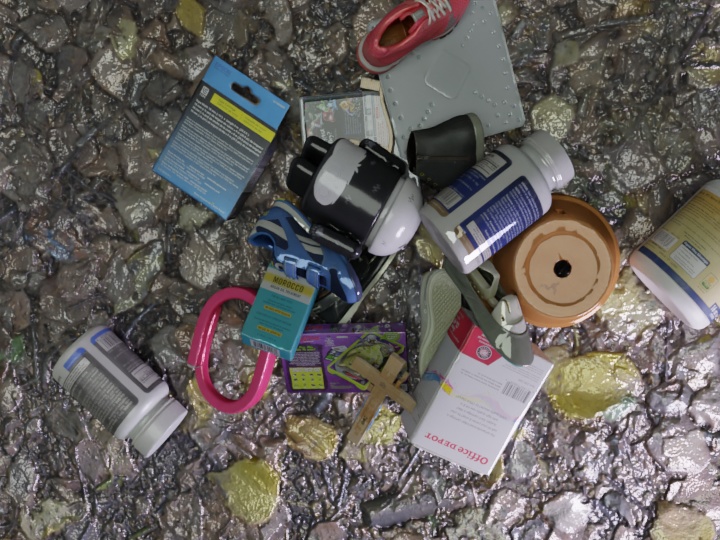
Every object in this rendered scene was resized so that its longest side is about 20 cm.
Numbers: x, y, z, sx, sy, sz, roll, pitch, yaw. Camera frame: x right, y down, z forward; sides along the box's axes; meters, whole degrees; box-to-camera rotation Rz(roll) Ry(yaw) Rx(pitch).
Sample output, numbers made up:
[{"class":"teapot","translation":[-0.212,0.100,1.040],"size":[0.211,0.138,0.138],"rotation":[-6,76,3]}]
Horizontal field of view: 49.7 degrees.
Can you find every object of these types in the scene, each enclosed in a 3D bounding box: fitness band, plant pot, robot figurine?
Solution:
[{"class":"fitness band","translation":[-0.199,0.124,1.221],"size":[0.142,0.037,0.203],"rotation":[22,102,24]},{"class":"plant pot","translation":[0.283,-0.010,1.116],"size":[0.196,0.140,0.204],"rotation":[1,96,6]},{"class":"robot figurine","translation":[-0.007,-0.106,1.102],"size":[0.198,0.125,0.152],"rotation":[30,102,0]}]

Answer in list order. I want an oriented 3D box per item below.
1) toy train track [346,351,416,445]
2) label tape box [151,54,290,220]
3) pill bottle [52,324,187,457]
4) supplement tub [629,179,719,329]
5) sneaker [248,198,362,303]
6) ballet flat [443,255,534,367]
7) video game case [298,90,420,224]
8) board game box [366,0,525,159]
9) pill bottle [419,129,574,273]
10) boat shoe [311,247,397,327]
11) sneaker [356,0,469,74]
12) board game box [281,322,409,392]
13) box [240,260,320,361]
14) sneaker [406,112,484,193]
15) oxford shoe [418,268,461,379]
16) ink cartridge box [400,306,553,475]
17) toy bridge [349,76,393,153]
[{"class":"toy train track","translation":[0.027,0.195,1.193],"size":[0.114,0.032,0.202],"rotation":[36,128,14]},{"class":"label tape box","translation":[-0.208,-0.201,1.196],"size":[0.143,0.063,0.202],"rotation":[33,99,3]},{"class":"pill bottle","translation":[-0.378,0.193,1.235],"size":[0.200,0.114,0.114],"rotation":[43,99,2]},{"class":"supplement tub","translation":[0.494,-0.034,1.084],"size":[0.144,0.144,0.200],"rotation":[45,100,1]},{"class":"sneaker","translation":[-0.079,-0.014,1.119],"size":[0.199,0.074,0.082],"rotation":[41,65,20]},{"class":"ballet flat","translation":[0.185,0.041,1.086],"size":[0.201,0.067,0.064],"rotation":[57,140,24]},{"class":"video game case","translation":[0.001,-0.171,1.195],"size":[0.178,0.023,0.204],"rotation":[-3,96,7]},{"class":"board game box","translation":[0.125,-0.285,1.141],"size":[0.197,0.026,0.204],"rotation":[-16,94,-7]},{"class":"pill bottle","translation":[0.187,-0.098,1.053],"size":[0.199,0.111,0.112],"rotation":[-37,91,-2]},{"class":"boat shoe","translation":[0.000,0.000,1.187],"size":[0.067,0.072,0.201],"rotation":[39,101,-2]},{"class":"sneaker","translation":[0.085,-0.347,1.077],"size":[0.199,0.087,0.074],"rotation":[-40,97,-5]},{"class":"board game box","translation":[-0.024,0.137,1.202],"size":[0.196,0.033,0.122],"rotation":[-1,128,7]},{"class":"box","translation":[-0.105,0.025,1.167],"size":[0.081,0.049,0.203],"rotation":[19,68,3]},{"class":"sneaker","translation":[0.122,-0.122,1.127],"size":[0.104,0.075,0.203],"rotation":[-13,118,-10]},{"class":"oxford shoe","translation":[0.120,0.088,1.192],"size":[0.074,0.058,0.204],"rotation":[-7,111,-16]},{"class":"ink cartridge box","translation":[0.170,0.180,1.156],"size":[0.146,0.086,0.202],"rotation":[26,103,-15]},{"class":"toy bridge","translation":[0.014,-0.182,1.166],"size":[0.066,0.027,0.204],"rotation":[11,97,4]}]
